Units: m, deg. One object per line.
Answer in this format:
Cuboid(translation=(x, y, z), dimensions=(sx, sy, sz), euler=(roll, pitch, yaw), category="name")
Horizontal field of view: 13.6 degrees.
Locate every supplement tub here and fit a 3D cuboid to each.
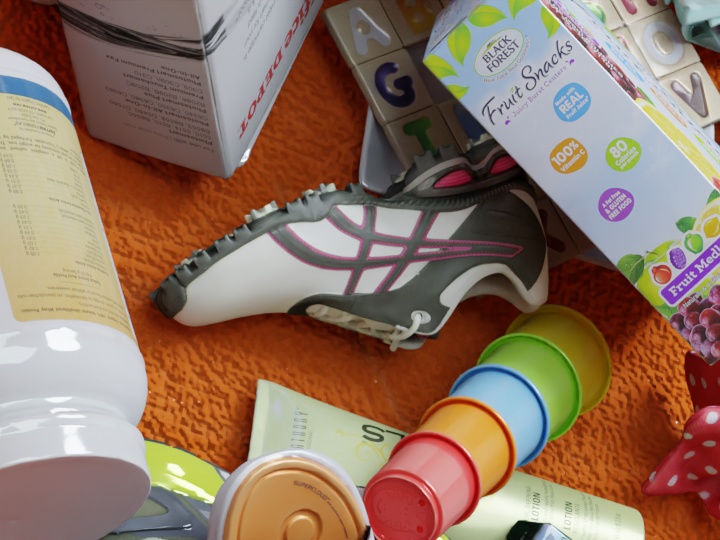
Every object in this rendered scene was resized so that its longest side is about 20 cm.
Cuboid(translation=(-0.175, 0.019, 1.314), dimensions=(0.144, 0.145, 0.201), euler=(-5, 63, -28), category="supplement tub")

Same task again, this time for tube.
Cuboid(translation=(0.038, 0.113, 1.449), dimensions=(0.199, 0.058, 0.052), euler=(18, 102, -14), category="tube")

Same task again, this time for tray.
Cuboid(translation=(0.091, -0.058, 1.564), dimensions=(0.199, 0.022, 0.108), euler=(17, 63, -19), category="tray")

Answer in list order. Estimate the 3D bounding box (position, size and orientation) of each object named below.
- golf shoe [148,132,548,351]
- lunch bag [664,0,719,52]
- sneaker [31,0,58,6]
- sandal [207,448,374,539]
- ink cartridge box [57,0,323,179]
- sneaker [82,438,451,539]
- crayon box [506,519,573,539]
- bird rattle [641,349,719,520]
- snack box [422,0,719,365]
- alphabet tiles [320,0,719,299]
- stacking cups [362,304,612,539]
Cuboid(translation=(0.000, 0.000, 1.449), dimensions=(0.199, 0.077, 0.089), euler=(-18, 84, -16), category="golf shoe")
Cuboid(translation=(0.249, -0.205, 1.649), dimensions=(0.199, 0.122, 0.171), euler=(-2, 69, -20), category="lunch bag")
Cuboid(translation=(-0.114, -0.217, 1.498), dimensions=(0.077, 0.080, 0.201), euler=(30, 58, -11), category="sneaker")
Cuboid(translation=(-0.014, 0.178, 1.319), dimensions=(0.079, 0.059, 0.208), euler=(-15, 110, -26), category="sandal")
Cuboid(translation=(-0.079, -0.164, 1.416), dimensions=(0.084, 0.200, 0.146), euler=(16, 57, 15), category="ink cartridge box")
Cuboid(translation=(-0.044, 0.141, 1.371), dimensions=(0.199, 0.074, 0.081), euler=(12, 42, -14), category="sneaker")
Cuboid(translation=(0.126, 0.224, 1.415), dimensions=(0.200, 0.052, 0.126), euler=(36, 81, -9), category="crayon box")
Cuboid(translation=(0.249, 0.105, 1.498), dimensions=(0.201, 0.163, 0.113), euler=(56, 38, -5), category="bird rattle")
Cuboid(translation=(0.121, -0.062, 1.462), dimensions=(0.068, 0.169, 0.200), euler=(-42, 95, 11), category="snack box")
Cuboid(translation=(0.096, -0.092, 1.564), dimensions=(0.199, 0.008, 0.168), euler=(-24, 80, -32), category="alphabet tiles")
Cuboid(translation=(0.054, 0.075, 1.421), dimensions=(0.061, 0.060, 0.200), euler=(52, 33, 2), category="stacking cups")
